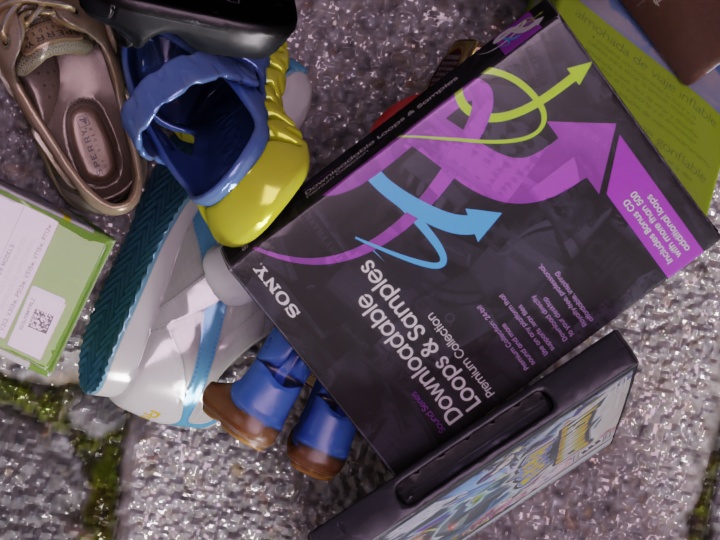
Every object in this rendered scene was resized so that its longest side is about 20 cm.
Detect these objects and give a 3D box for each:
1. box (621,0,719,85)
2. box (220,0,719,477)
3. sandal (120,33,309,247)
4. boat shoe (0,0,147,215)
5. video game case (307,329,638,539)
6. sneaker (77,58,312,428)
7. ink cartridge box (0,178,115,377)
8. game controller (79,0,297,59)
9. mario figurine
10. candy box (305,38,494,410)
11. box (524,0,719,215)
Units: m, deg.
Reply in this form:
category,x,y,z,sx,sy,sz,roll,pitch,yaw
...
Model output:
category,x,y,z,sx,sy,sz,roll,pitch,yaw
box,0.152,-0.207,1.510,0.100,0.075,0.200,-38,92,-40
box,0.053,-0.012,1.418,0.200,0.036,0.143,-37,109,6
sandal,-0.082,-0.095,1.446,0.079,0.200,0.087,-45,118,10
boat shoe,-0.159,-0.121,1.494,0.072,0.065,0.201,-23,100,-9
video game case,0.056,0.109,1.500,0.180,0.200,0.026,-33,78,-7
sneaker,-0.071,-0.016,1.526,0.080,0.076,0.201,24,96,-23
ink cartridge box,-0.232,-0.030,1.446,0.199,0.148,0.076,26,90,-13
game controller,-0.086,-0.151,1.442,0.104,0.200,0.042,3,113,-6
mario figurine,0.000,0.000,1.493,0.201,0.106,0.123,-59,148,4
candy box,0.050,-0.008,1.556,0.115,0.055,0.201,32,89,-12
box,0.138,-0.101,1.522,0.122,0.200,0.048,38,131,-14
